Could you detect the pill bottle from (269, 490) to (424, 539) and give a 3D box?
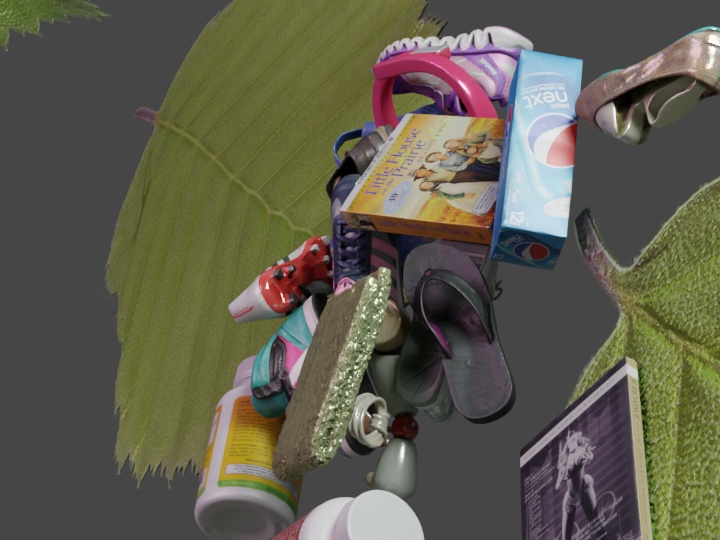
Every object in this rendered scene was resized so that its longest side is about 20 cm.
[{"bbox_3d":[-0.029,0.282,1.632,0.200,0.112,0.113,-41,30,46],"label":"pill bottle"}]

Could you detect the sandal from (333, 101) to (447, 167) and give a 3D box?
[{"bbox_3d":[0.035,-0.144,2.023,0.200,0.087,0.080,-32,34,49],"label":"sandal"}]

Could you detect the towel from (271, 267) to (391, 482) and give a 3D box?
[{"bbox_3d":[-0.026,0.100,1.651,0.148,0.036,0.201,-36,33,67],"label":"towel"}]

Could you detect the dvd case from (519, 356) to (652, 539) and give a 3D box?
[{"bbox_3d":[0.178,0.185,1.394,0.149,0.016,0.201,-48,26,38],"label":"dvd case"}]

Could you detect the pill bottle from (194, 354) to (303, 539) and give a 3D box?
[{"bbox_3d":[-0.114,0.198,1.933,0.111,0.111,0.201,-42,29,44],"label":"pill bottle"}]

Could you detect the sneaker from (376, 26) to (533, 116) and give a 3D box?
[{"bbox_3d":[0.096,-0.209,1.921,0.199,0.080,0.089,-4,74,40],"label":"sneaker"}]

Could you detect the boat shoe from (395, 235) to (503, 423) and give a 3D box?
[{"bbox_3d":[0.092,0.047,1.691,0.074,0.065,0.203,0,63,35],"label":"boat shoe"}]

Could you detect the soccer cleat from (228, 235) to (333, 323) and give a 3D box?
[{"bbox_3d":[-0.075,0.013,1.951,0.085,0.069,0.200,-27,2,30],"label":"soccer cleat"}]

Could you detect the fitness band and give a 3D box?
[{"bbox_3d":[0.076,-0.167,1.883,0.037,0.144,0.200,-28,14,-29],"label":"fitness band"}]

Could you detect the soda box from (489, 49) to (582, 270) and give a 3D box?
[{"bbox_3d":[0.167,-0.105,1.646,0.068,0.064,0.201,102,177,-62],"label":"soda box"}]

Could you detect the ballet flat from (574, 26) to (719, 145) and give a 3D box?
[{"bbox_3d":[0.254,-0.151,1.547,0.200,0.068,0.068,-32,43,56],"label":"ballet flat"}]

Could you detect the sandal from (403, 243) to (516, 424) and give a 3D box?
[{"bbox_3d":[0.091,0.047,1.617,0.075,0.048,0.201,-29,55,9],"label":"sandal"}]

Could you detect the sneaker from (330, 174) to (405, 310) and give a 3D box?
[{"bbox_3d":[0.000,0.000,1.818,0.070,0.082,0.201,-11,92,28],"label":"sneaker"}]

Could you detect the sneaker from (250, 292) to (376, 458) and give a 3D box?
[{"bbox_3d":[-0.057,0.134,1.849,0.121,0.083,0.201,-38,48,26],"label":"sneaker"}]

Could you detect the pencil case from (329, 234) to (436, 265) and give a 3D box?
[{"bbox_3d":[0.041,-0.046,1.898,0.087,0.078,0.200,-36,-1,-40],"label":"pencil case"}]

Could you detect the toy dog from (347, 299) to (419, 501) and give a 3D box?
[{"bbox_3d":[0.019,0.123,1.717,0.096,0.132,0.201,-11,43,37],"label":"toy dog"}]

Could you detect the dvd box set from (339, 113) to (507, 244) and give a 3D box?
[{"bbox_3d":[0.091,-0.095,1.753,0.199,0.029,0.147,9,54,43],"label":"dvd box set"}]

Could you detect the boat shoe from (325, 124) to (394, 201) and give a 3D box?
[{"bbox_3d":[-0.005,-0.094,1.971,0.075,0.073,0.200,60,156,23],"label":"boat shoe"}]
